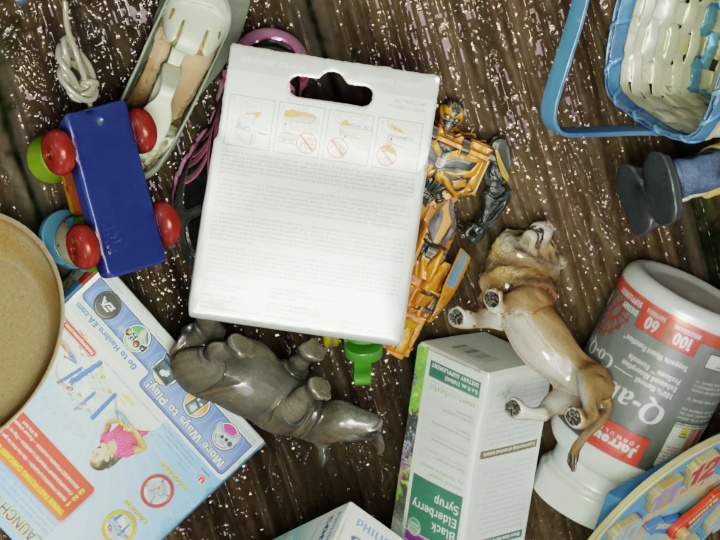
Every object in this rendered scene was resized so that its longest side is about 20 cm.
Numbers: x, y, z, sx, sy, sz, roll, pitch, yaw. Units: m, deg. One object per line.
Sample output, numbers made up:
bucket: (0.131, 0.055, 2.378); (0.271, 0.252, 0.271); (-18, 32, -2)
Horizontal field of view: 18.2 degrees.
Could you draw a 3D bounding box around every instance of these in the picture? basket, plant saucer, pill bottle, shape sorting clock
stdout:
basket: (0.231, -0.178, 1.677); (0.199, 0.139, 0.177); (3, 110, -40)
plant saucer: (-0.306, 0.052, 1.685); (0.200, 0.201, 0.035); (-31, 152, 4)
pill bottle: (0.222, 0.103, 1.790); (0.115, 0.116, 0.201); (21, 105, -13)
shape sorting clock: (0.243, 0.197, 1.769); (0.200, 0.039, 0.200); (-29, 147, -21)

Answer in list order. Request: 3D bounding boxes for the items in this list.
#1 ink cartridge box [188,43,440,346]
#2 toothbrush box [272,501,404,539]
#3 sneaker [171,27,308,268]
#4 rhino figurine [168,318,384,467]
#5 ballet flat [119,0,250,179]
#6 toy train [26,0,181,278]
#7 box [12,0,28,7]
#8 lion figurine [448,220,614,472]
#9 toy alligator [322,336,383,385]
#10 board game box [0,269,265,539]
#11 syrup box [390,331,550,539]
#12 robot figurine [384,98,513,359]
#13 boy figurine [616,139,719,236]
ink cartridge box: (-0.034, -0.054, 1.653); (0.160, 0.050, 0.201); (8, 88, -4)
toothbrush box: (-0.018, 0.278, 1.779); (0.146, 0.085, 0.200); (38, 143, -17)
sneaker: (-0.091, -0.082, 1.707); (0.079, 0.095, 0.201); (14, 107, -13)
rhino figurine: (-0.060, 0.093, 1.736); (0.200, 0.060, 0.087); (32, 134, -24)
ballet flat: (-0.135, -0.156, 1.692); (0.067, 0.064, 0.201); (24, 103, -10)
toy train: (-0.211, -0.094, 1.662); (0.084, 0.116, 0.201); (-18, 96, -31)
box: (-0.241, -0.327, 1.604); (0.182, 0.104, 0.200); (-40, 108, 6)
lion figurine: (0.145, 0.058, 1.734); (0.072, 0.122, 0.201); (-35, 75, 34)
toy alligator: (0.000, 0.000, 1.702); (0.059, 0.054, 0.201); (-3, 109, -5)
board game box: (-0.212, 0.126, 1.753); (0.196, 0.056, 0.200); (-43, 109, -8)
syrup box: (0.086, 0.158, 1.798); (0.081, 0.079, 0.201); (-8, 113, -43)
robot figurine: (0.035, -0.039, 1.753); (0.145, 0.058, 0.201); (21, 105, -13)
boy figurine: (0.294, -0.076, 1.749); (0.199, 0.124, 0.065); (-11, 83, -31)
